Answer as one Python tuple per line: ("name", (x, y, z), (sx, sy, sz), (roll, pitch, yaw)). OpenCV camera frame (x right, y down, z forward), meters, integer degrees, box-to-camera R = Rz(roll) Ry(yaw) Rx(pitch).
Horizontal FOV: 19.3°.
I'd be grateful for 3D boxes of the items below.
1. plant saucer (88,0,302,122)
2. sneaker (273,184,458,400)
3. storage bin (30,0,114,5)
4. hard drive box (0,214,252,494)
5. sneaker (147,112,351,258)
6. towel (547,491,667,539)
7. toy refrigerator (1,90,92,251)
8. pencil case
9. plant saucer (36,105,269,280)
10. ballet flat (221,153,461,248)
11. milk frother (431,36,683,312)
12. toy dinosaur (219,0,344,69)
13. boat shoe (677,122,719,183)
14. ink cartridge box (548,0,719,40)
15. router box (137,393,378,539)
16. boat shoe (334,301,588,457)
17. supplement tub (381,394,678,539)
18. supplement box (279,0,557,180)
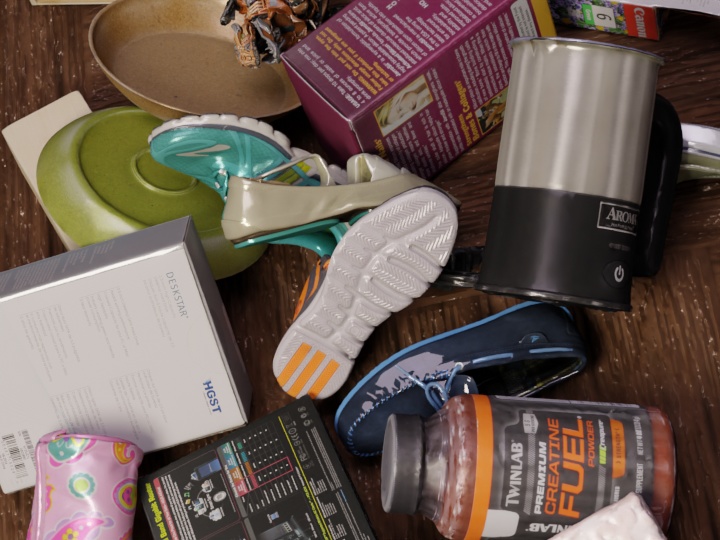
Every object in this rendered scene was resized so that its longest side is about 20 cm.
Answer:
("plant saucer", (-0.132, -0.171, 1.787), (0.200, 0.035, 0.200), (10, 36, -7))
("sneaker", (0.000, 0.000, 1.620), (0.200, 0.078, 0.112), (-48, 13, 19))
("storage bin", (-0.220, -0.332, 1.853), (0.198, 0.200, 0.094), (1, 58, 16))
("hard drive box", (-0.201, 0.065, 1.627), (0.200, 0.156, 0.077), (-16, 17, 5))
("sneaker", (-0.076, -0.063, 1.673), (0.200, 0.077, 0.080), (24, 59, -20))
("towel", (0.158, 0.279, 1.428), (0.191, 0.032, 0.200), (-32, 77, 5))
("toy refrigerator", (-0.219, -0.048, 1.759), (0.076, 0.070, 0.200), (-30, 58, -8))
("pencil case", (-0.211, 0.219, 1.551), (0.087, 0.087, 0.200), (3, 77, 17))
("plant saucer", (-0.161, -0.071, 1.714), (0.200, 0.031, 0.200), (14, 41, -13))
("ballet flat", (-0.014, -0.061, 1.641), (0.200, 0.070, 0.070), (-8, 52, -26))
("milk frother", (0.128, -0.071, 1.583), (0.200, 0.180, 0.188), (8, 88, 25))
("toy dinosaur", (-0.046, -0.240, 1.807), (0.136, 0.102, 0.200), (3, 59, 15))
("boat shoe", (0.214, -0.085, 1.675), (0.200, 0.072, 0.062), (4, 85, 21))
("ink cartridge box", (0.232, -0.253, 1.774), (0.200, 0.050, 0.109), (13, 63, 20))
("router box", (-0.067, 0.198, 1.535), (0.150, 0.062, 0.200), (-26, 38, -1))
("boat shoe", (0.076, 0.085, 1.587), (0.200, 0.084, 0.069), (-31, 44, -2))
("supplement tub", (0.117, 0.143, 1.497), (0.200, 0.107, 0.107), (3, 58, -5))
("supplement box", (0.054, -0.168, 1.722), (0.200, 0.131, 0.103), (-37, 56, -10))
